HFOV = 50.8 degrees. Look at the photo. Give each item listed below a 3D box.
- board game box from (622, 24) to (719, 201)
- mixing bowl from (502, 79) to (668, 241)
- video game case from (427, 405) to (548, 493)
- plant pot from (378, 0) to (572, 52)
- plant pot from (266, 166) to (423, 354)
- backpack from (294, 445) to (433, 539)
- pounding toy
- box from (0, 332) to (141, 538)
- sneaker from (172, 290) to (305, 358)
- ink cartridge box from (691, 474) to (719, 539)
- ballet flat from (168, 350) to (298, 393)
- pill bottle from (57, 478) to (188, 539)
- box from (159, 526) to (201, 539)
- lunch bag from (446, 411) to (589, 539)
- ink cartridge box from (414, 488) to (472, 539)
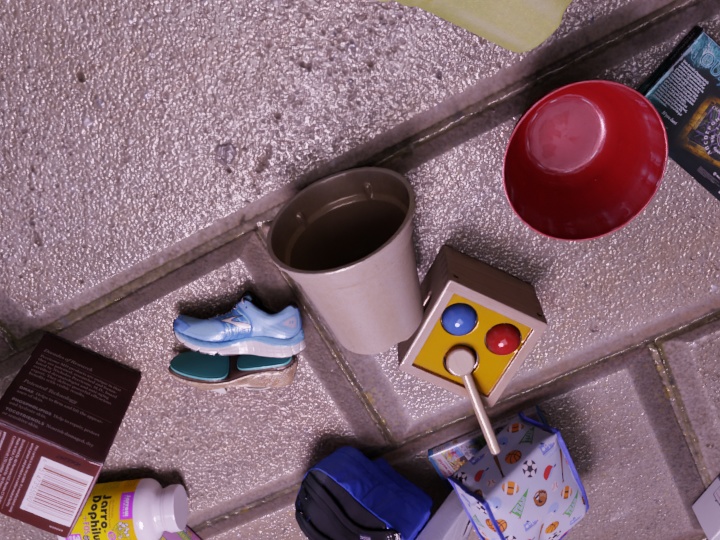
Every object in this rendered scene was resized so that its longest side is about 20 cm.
[{"bbox_3d":[0.448,-0.192,0.966,0.198,0.028,0.136,35,113,-16],"label":"board game box"},{"bbox_3d":[0.267,-0.152,0.945,0.195,0.109,0.204,0,120,0],"label":"mixing bowl"},{"bbox_3d":[0.228,0.314,1.249,0.197,0.018,0.145,-26,116,14],"label":"video game case"},{"bbox_3d":[0.136,-0.338,0.814,0.181,0.202,0.202,23,117,-24],"label":"plant pot"},{"bbox_3d":[0.000,0.000,1.000,0.196,0.203,0.186,-16,130,9],"label":"plant pot"},{"bbox_3d":[0.002,0.387,1.212,0.198,0.167,0.165,30,116,21],"label":"backpack"},{"bbox_3d":[0.155,0.113,1.070,0.181,0.143,0.202,23,116,-11],"label":"pounding toy"},{"bbox_3d":[-0.447,0.239,1.112,0.162,0.201,0.168,25,116,-13],"label":"box"},{"bbox_3d":[-0.176,0.073,1.105,0.195,0.078,0.092,2,95,3],"label":"sneaker"},{"bbox_3d":[0.668,0.371,1.238,0.144,0.084,0.203,21,118,-10],"label":"ink cartridge box"},{"bbox_3d":[-0.190,0.158,1.144,0.195,0.071,0.066,-2,130,5],"label":"ballet flat"},{"bbox_3d":[-0.391,0.403,1.255,0.195,0.105,0.106,-8,119,5],"label":"pill bottle"},{"bbox_3d":[-0.363,0.551,1.340,0.198,0.097,0.177,-31,114,17],"label":"box"},{"bbox_3d":[0.250,0.352,1.163,0.169,0.123,0.202,-37,113,-15],"label":"lunch bag"},{"bbox_3d":[0.126,0.454,1.239,0.040,0.199,0.203,30,130,24],"label":"ink cartridge box"}]
